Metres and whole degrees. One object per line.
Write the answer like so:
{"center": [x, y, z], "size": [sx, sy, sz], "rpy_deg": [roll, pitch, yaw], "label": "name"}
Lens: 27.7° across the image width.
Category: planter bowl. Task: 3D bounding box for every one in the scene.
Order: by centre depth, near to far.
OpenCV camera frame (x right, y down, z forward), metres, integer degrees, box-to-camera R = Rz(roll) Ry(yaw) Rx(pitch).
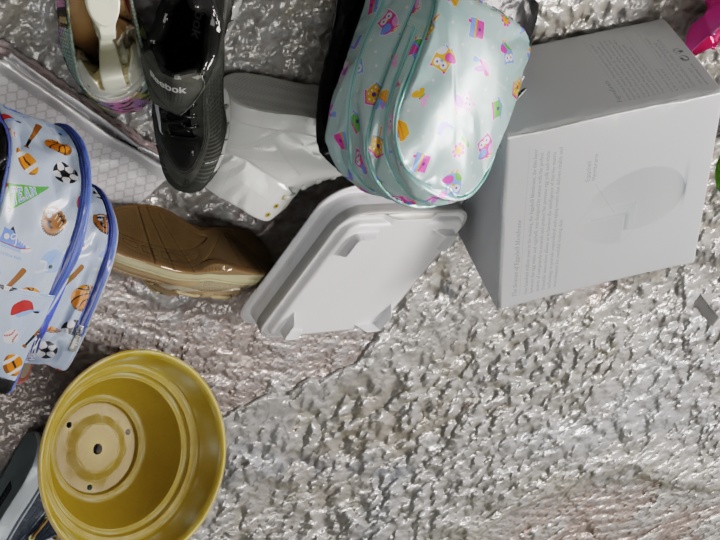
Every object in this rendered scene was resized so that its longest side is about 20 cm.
{"center": [-0.231, 0.172, 1.378], "size": [0.199, 0.083, 0.202], "rpy_deg": [-1, 92, -39], "label": "planter bowl"}

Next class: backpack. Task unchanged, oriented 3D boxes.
{"center": [-0.269, -0.024, 1.105], "size": [0.153, 0.200, 0.192], "rpy_deg": [6, 119, -35], "label": "backpack"}
{"center": [0.050, -0.151, 1.157], "size": [0.166, 0.126, 0.201], "rpy_deg": [23, 86, -32], "label": "backpack"}

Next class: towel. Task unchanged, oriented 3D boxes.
{"center": [-0.282, -0.071, 1.202], "size": [0.191, 0.032, 0.200], "rpy_deg": [-42, 131, 17], "label": "towel"}

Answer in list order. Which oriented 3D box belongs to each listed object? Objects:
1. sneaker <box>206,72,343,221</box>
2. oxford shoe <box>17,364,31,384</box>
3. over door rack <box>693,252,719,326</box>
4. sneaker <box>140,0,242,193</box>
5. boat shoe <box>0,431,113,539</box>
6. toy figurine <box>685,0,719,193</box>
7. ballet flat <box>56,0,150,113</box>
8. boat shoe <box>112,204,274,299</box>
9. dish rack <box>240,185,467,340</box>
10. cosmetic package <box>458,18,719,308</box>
{"center": [-0.042, -0.095, 1.256], "size": [0.198, 0.074, 0.116], "rpy_deg": [12, 128, -19], "label": "sneaker"}
{"center": [-0.366, 0.044, 1.261], "size": [0.074, 0.071, 0.200], "rpy_deg": [-15, 142, 29], "label": "oxford shoe"}
{"center": [0.407, -0.042, 1.451], "size": [0.199, 0.067, 0.148], "rpy_deg": [-22, 147, -51], "label": "over door rack"}
{"center": [-0.138, -0.145, 1.130], "size": [0.066, 0.091, 0.202], "rpy_deg": [16, 118, 10], "label": "sneaker"}
{"center": [-0.324, 0.249, 1.444], "size": [0.090, 0.071, 0.201], "rpy_deg": [22, 117, -31], "label": "boat shoe"}
{"center": [0.364, -0.160, 1.296], "size": [0.150, 0.200, 0.184], "rpy_deg": [-39, 122, -2], "label": "toy figurine"}
{"center": [-0.195, -0.185, 1.105], "size": [0.069, 0.071, 0.201], "rpy_deg": [-15, 135, -10], "label": "ballet flat"}
{"center": [-0.161, -0.005, 1.264], "size": [0.064, 0.072, 0.199], "rpy_deg": [-41, 147, 28], "label": "boat shoe"}
{"center": [0.000, 0.000, 1.324], "size": [0.171, 0.044, 0.200], "rpy_deg": [-3, 144, -39], "label": "dish rack"}
{"center": [0.196, -0.095, 1.311], "size": [0.198, 0.123, 0.200], "rpy_deg": [-13, 134, -13], "label": "cosmetic package"}
